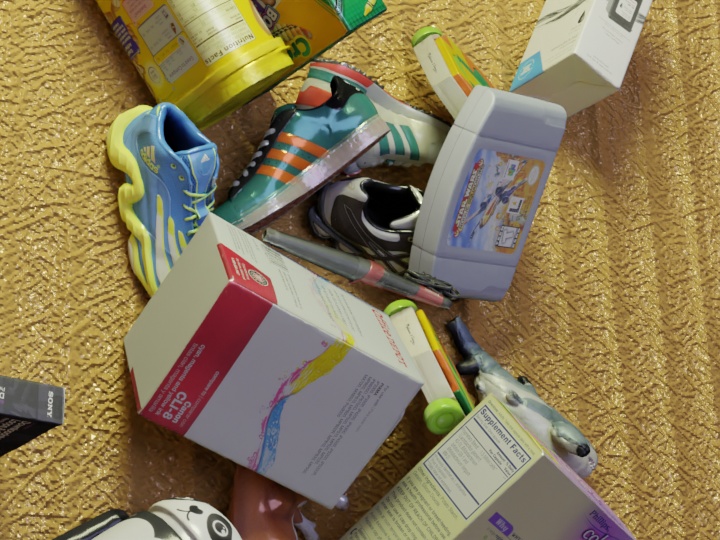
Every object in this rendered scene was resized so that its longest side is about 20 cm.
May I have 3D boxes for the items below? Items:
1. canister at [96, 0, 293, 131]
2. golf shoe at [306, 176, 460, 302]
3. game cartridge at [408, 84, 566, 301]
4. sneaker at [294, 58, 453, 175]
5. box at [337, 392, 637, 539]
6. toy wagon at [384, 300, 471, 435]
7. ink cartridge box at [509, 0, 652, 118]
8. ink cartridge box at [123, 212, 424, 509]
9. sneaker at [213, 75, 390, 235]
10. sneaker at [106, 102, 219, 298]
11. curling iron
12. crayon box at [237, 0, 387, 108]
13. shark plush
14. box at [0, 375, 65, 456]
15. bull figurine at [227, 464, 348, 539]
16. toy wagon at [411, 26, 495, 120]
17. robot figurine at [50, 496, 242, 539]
[{"bbox_3d":[-0.163,-0.233,1.678,0.086,0.148,0.200,-32,92,-37],"label":"canister"},{"bbox_3d":[0.049,-0.029,1.787,0.200,0.094,0.078,23,62,-28],"label":"golf shoe"},{"bbox_3d":[0.115,-0.068,1.763,0.133,0.041,0.201,4,108,-52],"label":"game cartridge"},{"bbox_3d":[0.016,-0.124,1.824,0.199,0.070,0.094,29,83,-29],"label":"sneaker"},{"bbox_3d":[0.108,0.240,1.642,0.200,0.097,0.176,-44,130,4],"label":"box"},{"bbox_3d":[0.080,0.122,1.725,0.200,0.039,0.155,60,5,-39],"label":"toy wagon"},{"bbox_3d":[0.240,-0.262,1.980,0.067,0.116,0.200,35,58,-19],"label":"ink cartridge box"},{"bbox_3d":[-0.075,0.078,1.603,0.200,0.145,0.145,29,104,-22],"label":"ink cartridge box"},{"bbox_3d":[-0.072,-0.101,1.728,0.200,0.071,0.080,-37,88,-16],"label":"sneaker"},{"bbox_3d":[-0.160,-0.055,1.646,0.076,0.105,0.201,-20,86,-37],"label":"sneaker"},{"bbox_3d":[0.000,0.000,1.673,0.200,0.050,0.026,16,98,-28],"label":"curling iron"},{"bbox_3d":[-0.078,-0.237,1.702,0.058,0.200,0.119,-36,95,-39],"label":"crayon box"},{"bbox_3d":[0.148,0.133,1.842,0.200,0.091,0.083,39,34,7],"label":"shark plush"},{"bbox_3d":[-0.345,0.102,1.446,0.200,0.143,0.036,16,65,-30],"label":"box"},{"bbox_3d":[-0.078,0.261,1.623,0.121,0.065,0.201,20,70,-35],"label":"bull figurine"},{"bbox_3d":[0.120,-0.153,1.861,0.200,0.040,0.155,39,21,-44],"label":"toy wagon"},{"bbox_3d":[-0.180,0.263,1.507,0.200,0.125,0.151,-29,88,-28],"label":"robot figurine"}]
